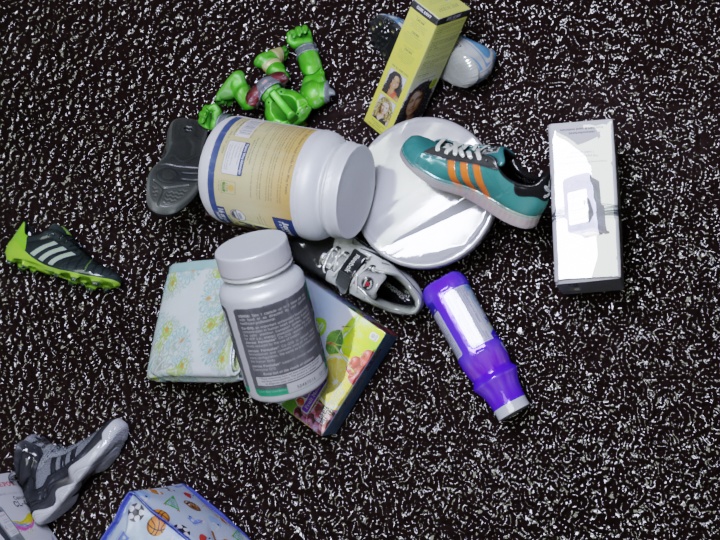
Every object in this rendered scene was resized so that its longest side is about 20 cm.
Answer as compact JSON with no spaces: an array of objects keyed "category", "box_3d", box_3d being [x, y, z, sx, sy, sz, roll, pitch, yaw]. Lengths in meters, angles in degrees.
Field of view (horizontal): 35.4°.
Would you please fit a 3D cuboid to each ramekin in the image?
[{"category":"ramekin","box_3d":[0.095,-0.098,1.528,0.201,0.094,0.204,-2,82,16]}]

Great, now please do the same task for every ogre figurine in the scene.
[{"category":"ogre figurine","box_3d":[-0.125,-0.245,1.605,0.200,0.098,0.120,-33,70,-18]}]

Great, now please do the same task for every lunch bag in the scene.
[{"category":"lunch bag","box_3d":[-0.228,0.391,1.522,0.200,0.170,0.124,31,95,17]}]

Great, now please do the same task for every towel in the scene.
[{"category":"towel","box_3d":[-0.217,0.070,1.574,0.199,0.048,0.172,-5,66,42]}]

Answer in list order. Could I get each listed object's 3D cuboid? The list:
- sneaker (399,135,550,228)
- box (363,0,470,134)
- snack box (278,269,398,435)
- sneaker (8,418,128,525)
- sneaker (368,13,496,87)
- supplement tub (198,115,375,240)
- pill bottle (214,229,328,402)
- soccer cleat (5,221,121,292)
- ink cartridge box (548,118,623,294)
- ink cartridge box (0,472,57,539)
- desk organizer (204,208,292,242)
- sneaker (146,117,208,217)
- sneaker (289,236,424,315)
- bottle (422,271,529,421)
[{"category":"sneaker","box_3d":[0.147,-0.132,1.417,0.199,0.071,0.080,27,126,10]},{"category":"box","box_3d":[0.074,-0.274,1.513,0.050,0.075,0.200,41,134,20]},{"category":"snack box","box_3d":[-0.078,0.104,1.567,0.200,0.068,0.169,33,94,19]},{"category":"sneaker","box_3d":[-0.433,0.267,1.645,0.114,0.075,0.200,44,99,14]},{"category":"sneaker","box_3d":[0.098,-0.310,1.575,0.199,0.072,0.072,28,131,28]},{"category":"supplement tub","box_3d":[-0.094,-0.118,1.471,0.199,0.144,0.145,12,87,22]},{"category":"pill bottle","box_3d":[-0.116,0.058,1.448,0.113,0.113,0.201,-7,113,15]},{"category":"soccer cleat","box_3d":[-0.442,-0.023,1.693,0.199,0.068,0.081,15,75,18]},{"category":"ink cartridge box","box_3d":[0.289,-0.076,1.441,0.084,0.145,0.201,-3,83,15]},{"category":"ink cartridge box","box_3d":[-0.512,0.395,1.616,0.086,0.148,0.200,-42,75,7]},{"category":"desk organizer","box_3d":[-0.129,-0.086,1.600,0.199,0.077,0.072,17,88,18]},{"category":"sneaker","box_3d":[-0.260,-0.119,1.604,0.076,0.200,0.115,7,129,-5]},{"category":"sneaker","box_3d":[0.000,0.000,1.506,0.199,0.089,0.074,25,94,-8]},{"category":"bottle","box_3d":[0.154,0.100,1.491,0.065,0.084,0.201,-30,75,3]}]
